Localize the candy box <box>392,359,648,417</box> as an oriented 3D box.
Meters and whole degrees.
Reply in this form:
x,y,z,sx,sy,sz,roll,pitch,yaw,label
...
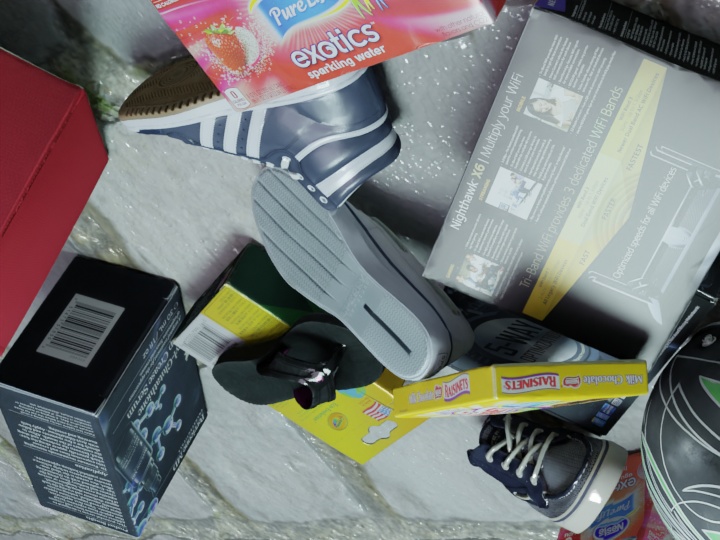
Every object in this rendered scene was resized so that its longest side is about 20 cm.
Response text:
x,y,z,sx,sy,sz,roll,pitch,yaw,label
0.098,0.080,0.883,0.102,0.026,0.200,2,171,-15,candy box

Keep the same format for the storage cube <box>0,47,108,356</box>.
x,y,z,sx,sy,sz,roll,pitch,yaw,label
-0.302,-0.064,0.951,0.171,0.180,0.200,26,168,1,storage cube

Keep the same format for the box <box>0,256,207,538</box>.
x,y,z,sx,sy,sz,roll,pitch,yaw,label
-0.225,0.115,1.185,0.107,0.149,0.200,15,142,15,box

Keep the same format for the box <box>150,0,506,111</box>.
x,y,z,sx,sy,sz,roll,pitch,yaw,label
-0.013,-0.176,0.753,0.200,0.096,0.100,-12,128,40,box

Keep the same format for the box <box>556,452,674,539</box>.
x,y,z,sx,sy,sz,roll,pitch,yaw,label
0.260,0.249,1.093,0.095,0.103,0.200,-21,124,45,box

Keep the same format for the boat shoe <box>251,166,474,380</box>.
x,y,z,sx,sy,sz,roll,pitch,yaw,label
0.000,0.000,0.958,0.200,0.067,0.074,51,124,20,boat shoe

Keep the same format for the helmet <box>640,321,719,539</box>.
x,y,z,sx,sy,sz,roll,pitch,yaw,label
0.282,0.124,0.861,0.190,0.200,0.200,-10,138,-1,helmet

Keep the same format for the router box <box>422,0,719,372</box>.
x,y,z,sx,sy,sz,roll,pitch,yaw,label
0.144,-0.053,0.798,0.157,0.052,0.200,23,126,3,router box

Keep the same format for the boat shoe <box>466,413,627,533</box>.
x,y,z,sx,sy,sz,roll,pitch,yaw,label
0.136,0.149,1.030,0.093,0.075,0.200,30,167,1,boat shoe

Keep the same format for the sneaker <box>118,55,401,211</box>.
x,y,z,sx,sy,sz,roll,pitch,yaw,label
-0.066,-0.094,0.906,0.200,0.070,0.109,-6,131,32,sneaker

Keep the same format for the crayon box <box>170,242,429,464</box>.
x,y,z,sx,sy,sz,roll,pitch,yaw,label
-0.044,0.074,1.108,0.200,0.051,0.127,35,143,-10,crayon box

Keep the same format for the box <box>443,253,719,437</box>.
x,y,z,sx,sy,sz,roll,pitch,yaw,label
0.143,0.025,0.943,0.160,0.044,0.200,25,143,1,box

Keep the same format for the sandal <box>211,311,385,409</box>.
x,y,z,sx,sy,sz,roll,pitch,yaw,label
-0.050,0.083,1.032,0.075,0.048,0.200,39,146,-20,sandal
